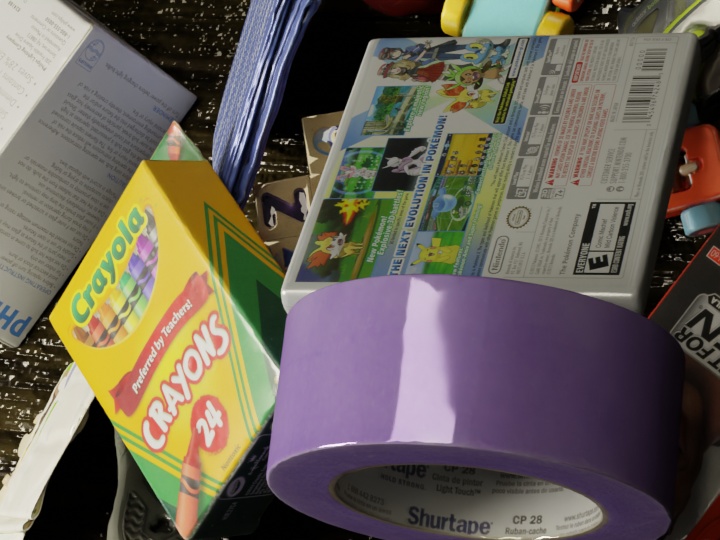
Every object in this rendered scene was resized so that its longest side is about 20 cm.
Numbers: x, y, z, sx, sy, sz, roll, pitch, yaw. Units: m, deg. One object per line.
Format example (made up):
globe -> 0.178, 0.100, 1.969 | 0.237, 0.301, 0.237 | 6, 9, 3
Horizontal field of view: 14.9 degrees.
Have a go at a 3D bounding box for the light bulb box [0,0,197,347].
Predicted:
light bulb box -> -0.248, -0.095, 1.737 | 0.198, 0.125, 0.200 | 39, 93, 37

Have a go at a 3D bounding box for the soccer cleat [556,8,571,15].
soccer cleat -> 0.123, -0.242, 1.602 | 0.067, 0.081, 0.201 | 165, 104, -66

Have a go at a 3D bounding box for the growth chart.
growth chart -> -0.177, 0.093, 1.633 | 0.201, 0.018, 0.145 | -61, 14, -3

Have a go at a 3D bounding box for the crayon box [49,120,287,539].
crayon box -> -0.097, 0.031, 1.498 | 0.200, 0.051, 0.127 | 54, 128, 31

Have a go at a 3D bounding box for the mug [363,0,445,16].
mug -> -0.002, -0.218, 1.587 | 0.133, 0.200, 0.179 | -1, 70, 32

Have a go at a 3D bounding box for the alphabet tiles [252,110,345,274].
alphabet tiles -> 0.044, -0.014, 1.520 | 0.199, 0.006, 0.167 | -9, 82, 3

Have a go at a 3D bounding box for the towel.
towel -> -0.057, -0.118, 1.592 | 0.200, 0.024, 0.146 | -101, 29, -73

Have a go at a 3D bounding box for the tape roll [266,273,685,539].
tape roll -> 0.057, 0.074, 1.342 | 0.199, 0.200, 0.085 | -6, 67, 30

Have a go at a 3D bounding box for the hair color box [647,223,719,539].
hair color box -> 0.173, 0.086, 1.427 | 0.101, 0.061, 0.200 | 38, 93, 37

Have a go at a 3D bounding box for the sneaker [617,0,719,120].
sneaker -> 0.217, -0.174, 1.510 | 0.200, 0.074, 0.081 | -41, 50, 9

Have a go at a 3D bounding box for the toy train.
toy train -> 0.127, -0.101, 1.484 | 0.150, 0.056, 0.201 | -20, 77, 14

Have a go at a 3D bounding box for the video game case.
video game case -> 0.070, -0.050, 1.393 | 0.181, 0.022, 0.201 | 0, 44, 18

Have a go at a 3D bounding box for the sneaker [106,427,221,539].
sneaker -> -0.109, 0.139, 1.574 | 0.076, 0.115, 0.200 | 5, 38, -3
